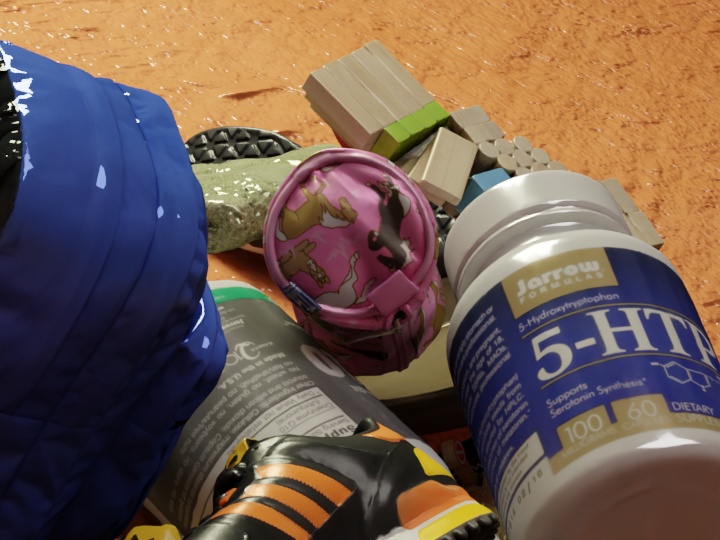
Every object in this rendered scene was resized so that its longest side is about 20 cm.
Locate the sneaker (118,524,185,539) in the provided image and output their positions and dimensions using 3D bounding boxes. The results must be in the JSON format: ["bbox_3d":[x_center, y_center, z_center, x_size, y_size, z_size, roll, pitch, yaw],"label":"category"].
[{"bbox_3d":[-0.111,0.143,1.235,0.070,0.090,0.200,38,27,30],"label":"sneaker"}]

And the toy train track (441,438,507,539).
[{"bbox_3d":[0.060,0.130,1.422,0.033,0.115,0.200,59,25,-32],"label":"toy train track"}]

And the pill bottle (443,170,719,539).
[{"bbox_3d":[0.105,0.052,1.380,0.120,0.120,0.200,10,39,-27],"label":"pill bottle"}]

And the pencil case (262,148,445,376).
[{"bbox_3d":[0.000,0.000,1.444,0.083,0.087,0.200,14,-7,4],"label":"pencil case"}]

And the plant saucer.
[{"bbox_3d":[0.066,0.038,1.561,0.200,0.030,0.200,-19,14,5],"label":"plant saucer"}]

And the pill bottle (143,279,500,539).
[{"bbox_3d":[-0.028,0.102,1.368,0.113,0.113,0.200,-3,35,-45],"label":"pill bottle"}]

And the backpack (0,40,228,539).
[{"bbox_3d":[-0.142,0.009,1.268,0.168,0.200,0.163,14,28,-31],"label":"backpack"}]

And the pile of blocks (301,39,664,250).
[{"bbox_3d":[0.052,-0.036,1.523,0.200,0.062,0.082,29,40,-4],"label":"pile of blocks"}]

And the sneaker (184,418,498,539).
[{"bbox_3d":[-0.040,0.110,1.178,0.200,0.070,0.090,-13,49,-44],"label":"sneaker"}]

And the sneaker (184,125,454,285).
[{"bbox_3d":[-0.018,-0.019,1.710,0.200,0.072,0.083,19,-22,20],"label":"sneaker"}]

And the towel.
[{"bbox_3d":[-0.111,-0.029,1.546,0.200,0.037,0.148,-6,9,32],"label":"towel"}]

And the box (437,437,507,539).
[{"bbox_3d":[0.122,0.122,1.447,0.036,0.143,0.200,59,5,-34],"label":"box"}]
